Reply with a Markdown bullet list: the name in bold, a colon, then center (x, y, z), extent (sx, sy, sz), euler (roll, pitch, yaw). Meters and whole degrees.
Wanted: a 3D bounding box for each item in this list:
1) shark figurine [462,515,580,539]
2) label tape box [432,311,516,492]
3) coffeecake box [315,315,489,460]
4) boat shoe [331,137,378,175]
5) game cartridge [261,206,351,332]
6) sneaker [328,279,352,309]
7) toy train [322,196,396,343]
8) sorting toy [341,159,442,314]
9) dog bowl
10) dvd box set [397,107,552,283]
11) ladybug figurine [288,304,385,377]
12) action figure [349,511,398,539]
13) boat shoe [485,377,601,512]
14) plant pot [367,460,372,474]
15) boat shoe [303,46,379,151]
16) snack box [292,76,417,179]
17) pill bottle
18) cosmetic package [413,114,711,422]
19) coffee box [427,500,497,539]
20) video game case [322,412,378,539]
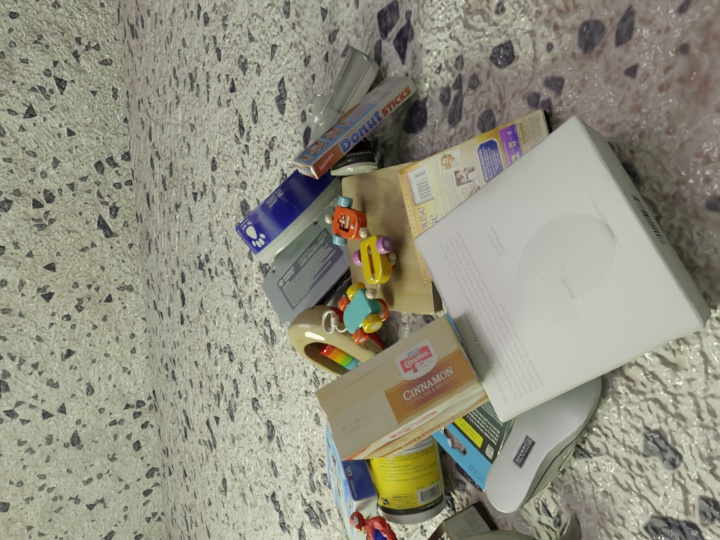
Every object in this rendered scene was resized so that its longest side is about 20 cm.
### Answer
- **shark figurine**: center (0.185, 0.354, 0.669), extent (0.207, 0.089, 0.133), euler (11, 99, 17)
- **label tape box**: center (0.161, 0.156, 0.742), extent (0.144, 0.062, 0.206), euler (40, 129, 44)
- **coffeecake box**: center (0.057, 0.138, 0.619), extent (0.075, 0.150, 0.200), euler (62, -173, 23)
- **boat shoe**: center (-0.011, -0.181, 0.866), extent (0.200, 0.071, 0.063), euler (-89, -7, -79)
- **game cartridge**: center (-0.085, -0.005, 0.984), extent (0.200, 0.041, 0.134), euler (-46, 63, 14)
- **sneaker**: center (-0.057, 0.079, 1.045), extent (0.200, 0.076, 0.144), euler (-42, 63, 53)
- **toy train**: center (0.000, 0.000, 0.831), extent (0.148, 0.054, 0.208), euler (16, 103, 51)
- **sorting toy**: center (0.060, -0.048, 0.844), extent (0.197, 0.068, 0.207), euler (1, 99, 56)
- **dog bowl**: center (-0.125, -0.110, 0.988), extent (0.079, 0.201, 0.198), euler (46, 147, -11)
- **dvd box set**: center (0.146, -0.082, 0.675), extent (0.195, 0.029, 0.152), euler (-18, 82, 34)
- **ladybug figurine**: center (-0.030, 0.122, 0.946), extent (0.134, 0.198, 0.074), euler (-29, 34, 45)
- **action figure**: center (0.057, 0.413, 0.792), extent (0.198, 0.051, 0.067), euler (36, 132, 32)
- **boat shoe**: center (0.221, 0.196, 0.659), extent (0.071, 0.065, 0.205), euler (35, 105, 43)
- **plant pot**: center (0.016, 0.331, 1.039), extent (0.198, 0.027, 0.208), euler (21, 115, 54)
- **boat shoe**: center (-0.047, -0.251, 0.874), extent (0.203, 0.067, 0.072), euler (-57, 11, 7)
- **snack box**: center (-0.009, -0.210, 0.811), extent (0.025, 0.199, 0.071), euler (53, 168, -31)
- **pill bottle**: center (0.066, 0.268, 0.872), extent (0.111, 0.109, 0.208), euler (-10, 89, 56)
- **cosmetic package**: center (0.190, 0.004, 0.553), extent (0.198, 0.121, 0.204), euler (-35, 71, 31)
- **coffee box**: center (0.174, 0.449, 0.777), extent (0.202, 0.078, 0.116), euler (56, 139, 32)
- **video game case**: center (-0.021, 0.361, 0.964), extent (0.202, 0.044, 0.187), euler (-117, 22, -53)
